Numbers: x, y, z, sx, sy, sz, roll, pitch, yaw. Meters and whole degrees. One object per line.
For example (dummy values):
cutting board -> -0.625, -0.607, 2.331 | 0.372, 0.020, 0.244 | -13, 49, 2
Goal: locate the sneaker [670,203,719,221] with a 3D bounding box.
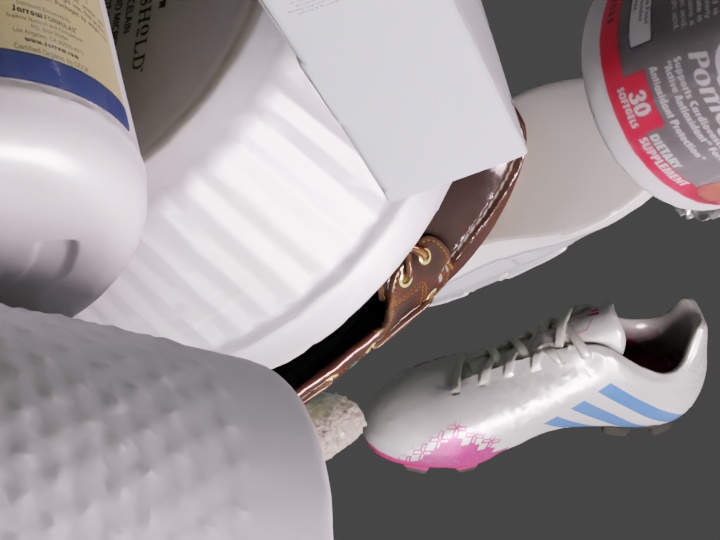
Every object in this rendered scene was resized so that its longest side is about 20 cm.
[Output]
sneaker -> 0.214, -0.086, 1.090 | 0.099, 0.070, 0.200 | -14, 163, -38

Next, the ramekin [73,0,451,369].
ramekin -> -0.067, -0.066, 0.841 | 0.202, 0.203, 0.094 | -27, 139, 22

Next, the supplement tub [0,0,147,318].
supplement tub -> -0.151, -0.084, 0.737 | 0.144, 0.200, 0.144 | -12, 153, -6

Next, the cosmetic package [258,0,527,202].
cosmetic package -> -0.013, -0.141, 0.706 | 0.052, 0.200, 0.151 | -18, 154, 6

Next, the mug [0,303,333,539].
mug -> -0.119, 0.103, 0.670 | 0.175, 0.200, 0.148 | 15, 151, -31

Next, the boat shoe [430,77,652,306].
boat shoe -> 0.069, -0.028, 1.125 | 0.200, 0.072, 0.068 | -33, 164, 25

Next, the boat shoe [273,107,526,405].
boat shoe -> 0.000, 0.000, 1.054 | 0.200, 0.070, 0.070 | -47, -170, 1

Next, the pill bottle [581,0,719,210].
pill bottle -> 0.190, -0.098, 0.947 | 0.111, 0.111, 0.200 | 6, 164, -37

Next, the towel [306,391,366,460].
towel -> -0.108, 0.085, 1.139 | 0.200, 0.035, 0.132 | 1, -159, 42

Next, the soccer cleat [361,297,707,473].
soccer cleat -> 0.096, 0.052, 1.308 | 0.200, 0.070, 0.086 | -8, 137, -20

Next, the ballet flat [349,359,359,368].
ballet flat -> -0.096, 0.031, 1.121 | 0.200, 0.067, 0.067 | -9, 142, 21
